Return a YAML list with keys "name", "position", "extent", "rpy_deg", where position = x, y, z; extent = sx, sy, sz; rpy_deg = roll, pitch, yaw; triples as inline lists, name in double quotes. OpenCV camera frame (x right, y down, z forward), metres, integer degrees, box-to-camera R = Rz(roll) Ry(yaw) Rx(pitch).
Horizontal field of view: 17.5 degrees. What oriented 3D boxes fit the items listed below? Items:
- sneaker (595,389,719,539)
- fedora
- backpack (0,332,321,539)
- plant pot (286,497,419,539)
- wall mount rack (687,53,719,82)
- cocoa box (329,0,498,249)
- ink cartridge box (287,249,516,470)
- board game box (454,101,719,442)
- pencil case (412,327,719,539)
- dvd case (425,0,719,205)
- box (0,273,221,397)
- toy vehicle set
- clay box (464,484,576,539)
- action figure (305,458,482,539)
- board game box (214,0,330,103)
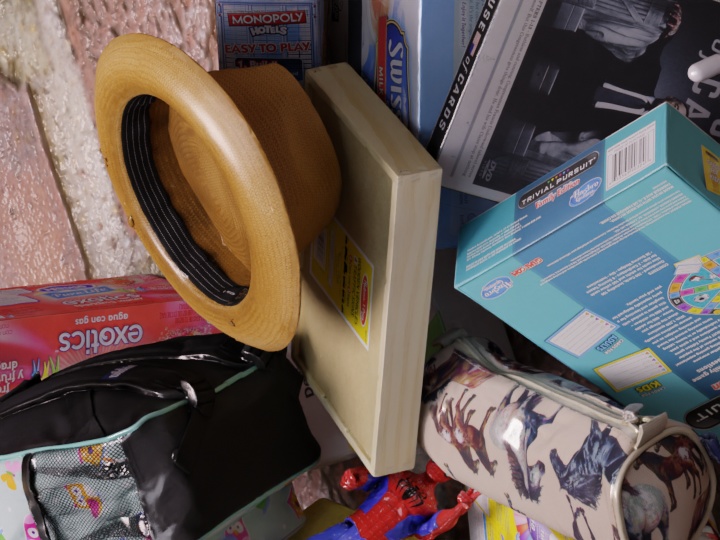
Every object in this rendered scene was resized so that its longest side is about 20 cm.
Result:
- name: "sneaker"
  position: [0.183, 0.160, 1.329]
  extent: [0.201, 0.075, 0.090]
  rpy_deg: [68, 163, -1]
- name: "fedora"
  position: [-0.068, -0.054, 1.278]
  extent: [0.200, 0.082, 0.201]
  rpy_deg: [42, 151, 30]
- name: "backpack"
  position: [-0.141, 0.124, 1.397]
  extent: [0.199, 0.176, 0.154]
  rpy_deg: [-3, 109, 32]
- name: "plant pot"
  position: [-0.005, 0.225, 1.450]
  extent: [0.199, 0.200, 0.143]
  rpy_deg: [18, 84, 35]
- name: "wall mount rack"
  position: [0.280, -0.102, 1.215]
  extent: [0.173, 0.074, 0.201]
  rpy_deg: [-37, 74, 19]
- name: "cocoa box"
  position: [0.065, -0.120, 1.335]
  extent: [0.131, 0.132, 0.202]
  rpy_deg: [-158, 67, -65]
- name: "ink cartridge box"
  position: [-0.005, 0.057, 1.483]
  extent: [0.199, 0.067, 0.118]
  rpy_deg: [-24, 82, 38]
- name: "board game box"
  position: [0.173, 0.010, 1.265]
  extent: [0.151, 0.200, 0.047]
  rpy_deg: [-30, 38, 37]
- name: "pencil case"
  position: [0.107, 0.093, 1.277]
  extent: [0.200, 0.077, 0.090]
  rpy_deg: [23, 118, 52]
- name: "dvd case"
  position: [0.147, -0.093, 1.266]
  extent: [0.025, 0.199, 0.151]
  rpy_deg: [-122, 50, -61]
- name: "box"
  position: [-0.197, 0.063, 1.541]
  extent: [0.102, 0.199, 0.095]
  rpy_deg: [14, 106, 51]
- name: "toy vehicle set"
  position: [0.000, 0.000, 1.313]
  extent: [0.124, 0.026, 0.201]
  rpy_deg: [-128, 34, -48]
- name: "clay box"
  position: [0.116, 0.177, 1.342]
  extent: [0.200, 0.047, 0.116]
  rpy_deg: [-135, 35, -62]
- name: "action figure"
  position: [-0.006, 0.158, 1.343]
  extent: [0.065, 0.200, 0.099]
  rpy_deg: [46, 153, 9]
- name: "board game box"
  position: [-0.048, -0.130, 1.389]
  extent: [0.200, 0.061, 0.201]
  rpy_deg: [89, -177, -53]
